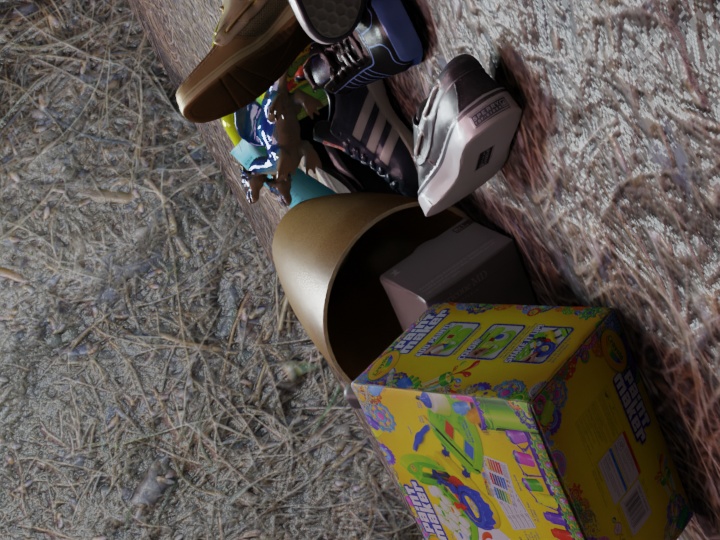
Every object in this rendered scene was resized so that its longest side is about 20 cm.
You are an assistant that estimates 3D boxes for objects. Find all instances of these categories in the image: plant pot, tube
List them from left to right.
[{"bbox_3d":[-0.053,-0.076,1.492,0.199,0.051,0.077,36,158,-8],"label":"tube"},{"bbox_3d":[-0.008,0.048,1.432,0.058,0.051,0.201,80,164,-45],"label":"tube"},{"bbox_3d":[0.000,0.000,1.334,0.200,0.185,0.188,31,150,56],"label":"plant pot"}]

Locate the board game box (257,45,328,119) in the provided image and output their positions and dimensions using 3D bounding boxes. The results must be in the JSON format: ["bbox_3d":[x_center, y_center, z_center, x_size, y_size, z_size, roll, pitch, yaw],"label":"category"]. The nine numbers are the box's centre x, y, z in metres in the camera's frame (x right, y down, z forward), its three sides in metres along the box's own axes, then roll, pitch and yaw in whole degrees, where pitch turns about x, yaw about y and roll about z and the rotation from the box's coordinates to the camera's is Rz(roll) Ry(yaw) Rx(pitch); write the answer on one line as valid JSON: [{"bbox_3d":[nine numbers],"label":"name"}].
[{"bbox_3d":[-0.064,-0.221,1.392,0.048,0.101,0.200,59,171,17],"label":"board game box"}]

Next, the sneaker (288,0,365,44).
[{"bbox_3d":[-0.060,-0.285,1.170,0.146,0.076,0.205,179,76,-69],"label":"sneaker"}]

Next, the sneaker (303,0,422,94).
[{"bbox_3d":[-0.002,-0.189,1.200,0.071,0.077,0.200,62,172,-3],"label":"sneaker"}]

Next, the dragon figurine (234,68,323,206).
[{"bbox_3d":[-0.084,-0.147,1.333,0.099,0.058,0.202,26,127,52],"label":"dragon figurine"}]

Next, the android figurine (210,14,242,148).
[{"bbox_3d":[-0.112,-0.217,1.536,0.041,0.183,0.201,6,147,23],"label":"android figurine"}]

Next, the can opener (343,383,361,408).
[{"bbox_3d":[0.079,0.123,1.396,0.067,0.198,0.053,60,-141,-46],"label":"can opener"}]

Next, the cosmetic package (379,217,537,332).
[{"bbox_3d":[0.108,0.067,1.251,0.090,0.106,0.201,31,151,54],"label":"cosmetic package"}]

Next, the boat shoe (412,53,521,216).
[{"bbox_3d":[0.070,-0.103,1.065,0.068,0.071,0.200,57,169,12],"label":"boat shoe"}]

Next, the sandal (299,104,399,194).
[{"bbox_3d":[0.000,-0.118,1.472,0.200,0.076,0.043,48,166,17],"label":"sandal"}]

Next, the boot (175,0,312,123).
[{"bbox_3d":[-0.119,-0.248,1.259,0.156,0.200,0.073,49,-173,19],"label":"boot"}]

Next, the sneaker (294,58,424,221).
[{"bbox_3d":[0.003,-0.127,1.355,0.201,0.084,0.075,61,172,2],"label":"sneaker"}]

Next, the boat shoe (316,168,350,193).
[{"bbox_3d":[-0.025,-0.072,1.697,0.075,0.085,0.203,53,168,44],"label":"boat shoe"}]

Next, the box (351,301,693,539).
[{"bbox_3d":[0.128,0.143,1.096,0.191,0.122,0.202,1,124,47],"label":"box"}]
